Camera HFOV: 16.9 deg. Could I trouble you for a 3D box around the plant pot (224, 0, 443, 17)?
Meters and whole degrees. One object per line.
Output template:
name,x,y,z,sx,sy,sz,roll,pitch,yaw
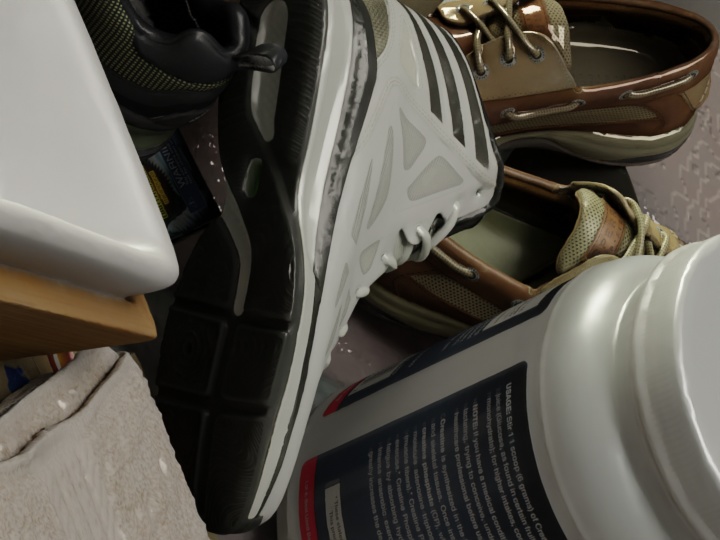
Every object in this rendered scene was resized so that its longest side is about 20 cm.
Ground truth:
plant pot,-0.033,-0.149,0.927,0.199,0.200,0.135,10,99,-43

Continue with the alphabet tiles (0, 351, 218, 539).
alphabet tiles,-0.092,0.107,0.787,0.167,0.006,0.200,66,23,-12

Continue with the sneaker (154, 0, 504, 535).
sneaker,0.000,0.000,0.867,0.115,0.075,0.202,12,88,-38

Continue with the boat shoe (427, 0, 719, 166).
boat shoe,0.062,-0.091,1.026,0.199,0.072,0.076,-3,58,-24

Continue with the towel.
towel,-0.071,0.129,0.766,0.201,0.034,0.133,68,23,-10

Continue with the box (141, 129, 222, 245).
box,-0.146,-0.082,0.863,0.137,0.040,0.201,-29,91,-49

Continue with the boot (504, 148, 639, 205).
boot,0.099,0.031,1.056,0.076,0.073,0.201,55,25,-57

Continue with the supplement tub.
supplement tub,0.080,0.079,0.877,0.140,0.199,0.141,23,55,-37

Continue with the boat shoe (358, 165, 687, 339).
boat shoe,0.088,0.004,0.972,0.199,0.074,0.076,16,56,-4

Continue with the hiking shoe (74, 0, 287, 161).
hiking shoe,-0.102,-0.139,0.830,0.200,0.100,0.076,54,39,-11

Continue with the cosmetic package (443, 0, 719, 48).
cosmetic package,0.131,-0.153,1.069,0.112,0.200,0.082,21,54,-34

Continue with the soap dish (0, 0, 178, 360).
soap dish,-0.141,-0.052,0.699,0.158,0.081,0.200,66,14,14
